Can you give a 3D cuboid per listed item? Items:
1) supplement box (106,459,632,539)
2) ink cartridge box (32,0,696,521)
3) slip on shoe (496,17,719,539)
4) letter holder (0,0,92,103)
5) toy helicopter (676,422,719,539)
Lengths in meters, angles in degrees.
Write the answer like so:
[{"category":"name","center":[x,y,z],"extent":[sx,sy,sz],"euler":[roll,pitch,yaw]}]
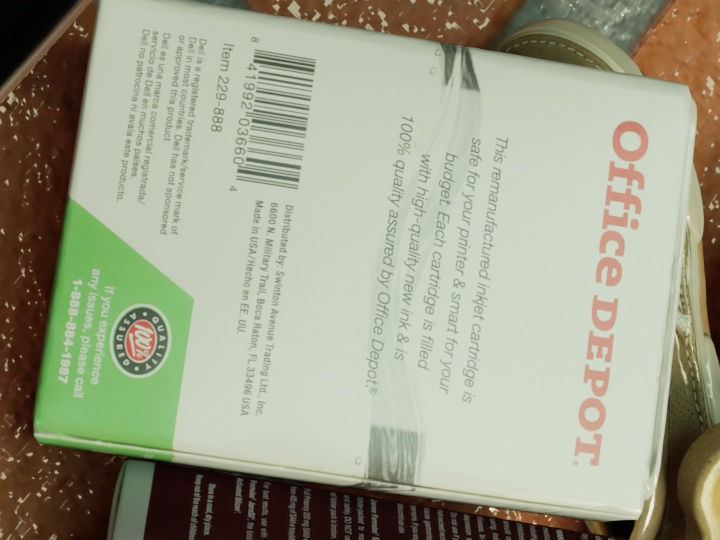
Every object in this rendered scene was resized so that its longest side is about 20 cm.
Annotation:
[{"category":"supplement box","center":[0.011,0.136,0.742],"extent":[0.199,0.061,0.109],"euler":[9,112,-5]},{"category":"ink cartridge box","center":[0.000,0.000,0.759],"extent":[0.199,0.084,0.147],"euler":[9,82,-6]},{"category":"slip on shoe","center":[0.085,0.008,0.842],"extent":[0.060,0.076,0.201],"euler":[-25,105,-48]},{"category":"letter holder","center":[-0.141,-0.089,0.693],"extent":[0.101,0.142,0.200],"euler":[45,68,-17]},{"category":"toy helicopter","center":[0.109,0.148,0.823],"extent":[0.132,0.079,0.201],"euler":[11,101,-12]}]
